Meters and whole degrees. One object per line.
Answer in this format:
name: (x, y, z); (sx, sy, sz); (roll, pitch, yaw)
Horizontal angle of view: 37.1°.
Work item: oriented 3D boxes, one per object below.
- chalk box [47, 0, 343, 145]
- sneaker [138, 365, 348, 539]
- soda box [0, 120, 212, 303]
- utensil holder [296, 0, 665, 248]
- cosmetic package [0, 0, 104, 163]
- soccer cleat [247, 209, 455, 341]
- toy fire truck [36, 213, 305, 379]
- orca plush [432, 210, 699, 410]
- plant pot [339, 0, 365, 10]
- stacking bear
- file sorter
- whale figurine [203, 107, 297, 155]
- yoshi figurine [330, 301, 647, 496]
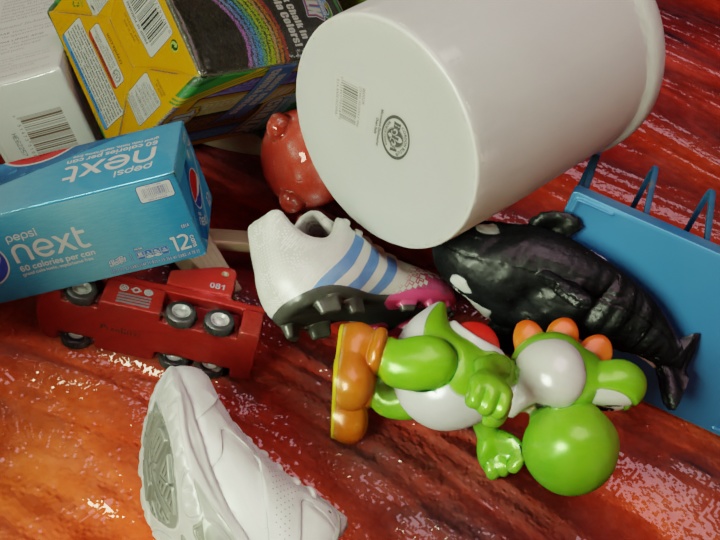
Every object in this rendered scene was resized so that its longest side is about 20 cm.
chalk box: (-0.095, -0.174, 0.778); (0.200, 0.124, 0.125); (-19, 82, -47)
sneaker: (-0.060, 0.139, 0.608); (0.099, 0.078, 0.200); (-4, 53, -35)
soda box: (-0.199, -0.031, 0.676); (0.199, 0.064, 0.068); (-12, 36, 5)
utensil holder: (0.081, -0.125, 0.723); (0.170, 0.170, 0.200); (39, 50, 23)
cosmetic package: (-0.237, -0.162, 0.840); (0.074, 0.102, 0.200); (-13, 41, 3)
soccer cleat: (0.000, 0.000, 0.726); (0.200, 0.070, 0.087); (9, 54, -58)
toy fire truck: (-0.109, 0.006, 0.749); (0.199, 0.049, 0.141); (13, 40, -6)
orca plush: (0.141, 0.030, 0.723); (0.200, 0.105, 0.071); (41, 8, -5)
plant pot: (0.034, -0.282, 0.847); (0.200, 0.193, 0.201); (-4, 38, 3)
stacking bear: (0.009, -0.101, 0.841); (0.200, 0.122, 0.114); (-19, 21, -37)
file sorter: (0.236, 0.010, 0.815); (0.199, 0.139, 0.123); (24, 35, 6)
whale figurine: (-0.093, -0.156, 0.898); (0.199, 0.104, 0.159); (-11, 48, -28)
yoshi figurine: (0.081, 0.092, 0.673); (0.199, 0.112, 0.112); (3, 19, -2)
